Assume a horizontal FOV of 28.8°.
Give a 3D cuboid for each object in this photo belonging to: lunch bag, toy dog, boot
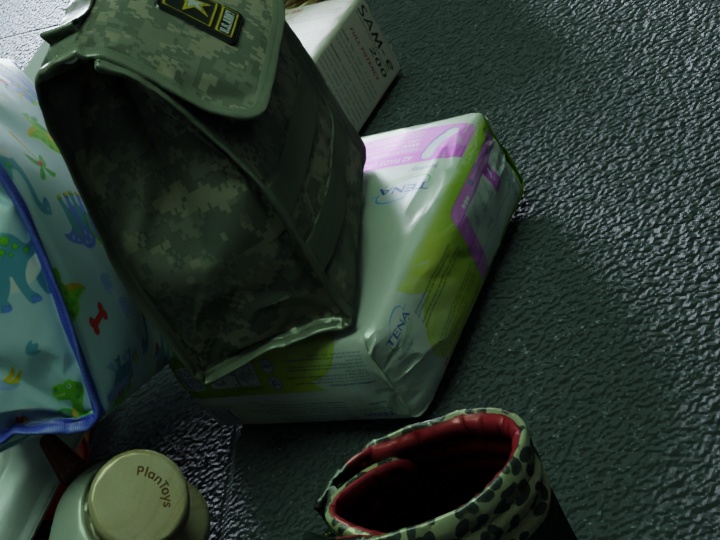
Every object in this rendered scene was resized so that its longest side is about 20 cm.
[{"bbox_3d":[-0.192,-0.016,0.738,0.126,0.203,0.170,-16,7,7],"label":"lunch bag"},{"bbox_3d":[-0.084,-0.076,0.737,0.116,0.201,0.165,-23,31,18],"label":"lunch bag"},{"bbox_3d":[-0.157,0.159,0.688,0.096,0.133,0.200,30,50,12],"label":"toy dog"},{"bbox_3d":[0.007,0.140,0.529,0.201,0.155,0.074,-22,32,15],"label":"boot"}]

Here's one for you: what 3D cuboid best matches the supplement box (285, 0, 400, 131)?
[{"bbox_3d":[-0.072,-0.106,1.018,0.125,0.074,0.201,-3,42,39],"label":"supplement box"}]

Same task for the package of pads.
[{"bbox_3d":[0.000,0.000,0.815,0.153,0.069,0.201,-7,40,37],"label":"package of pads"}]

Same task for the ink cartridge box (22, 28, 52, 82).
[{"bbox_3d":[-0.210,-0.087,1.059,0.143,0.084,0.202,6,56,32],"label":"ink cartridge box"}]

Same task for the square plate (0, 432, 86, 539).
[{"bbox_3d":[-0.257,0.164,0.800,0.199,0.028,0.200,-8,49,47],"label":"square plate"}]

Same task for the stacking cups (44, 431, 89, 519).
[{"bbox_3d":[-0.187,0.072,0.895,0.060,0.061,0.201,-25,36,11],"label":"stacking cups"}]

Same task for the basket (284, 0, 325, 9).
[{"bbox_3d":[-0.065,-0.321,1.240,0.199,0.150,0.143,-32,31,1],"label":"basket"}]
